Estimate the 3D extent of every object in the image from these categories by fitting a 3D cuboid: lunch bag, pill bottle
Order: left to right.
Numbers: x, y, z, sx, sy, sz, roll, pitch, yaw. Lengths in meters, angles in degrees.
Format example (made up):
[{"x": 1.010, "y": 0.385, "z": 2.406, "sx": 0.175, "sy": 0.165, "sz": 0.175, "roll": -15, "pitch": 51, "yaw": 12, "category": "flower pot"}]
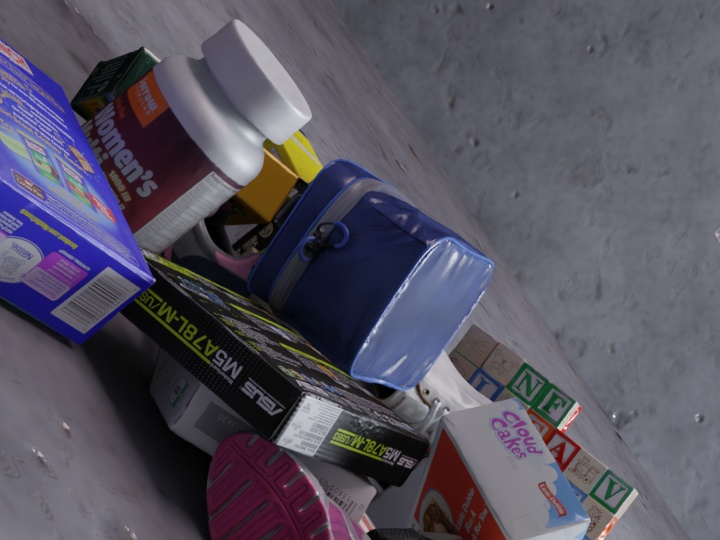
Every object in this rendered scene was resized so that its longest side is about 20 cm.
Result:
[{"x": -0.140, "y": -0.086, "z": 1.346, "sx": 0.110, "sy": 0.200, "sz": 0.110, "roll": 50, "pitch": 10, "yaw": -13, "category": "pill bottle"}, {"x": 0.000, "y": 0.000, "z": 1.455, "sx": 0.132, "sy": 0.136, "sz": 0.200, "roll": 37, "pitch": 4, "yaw": 22, "category": "lunch bag"}]

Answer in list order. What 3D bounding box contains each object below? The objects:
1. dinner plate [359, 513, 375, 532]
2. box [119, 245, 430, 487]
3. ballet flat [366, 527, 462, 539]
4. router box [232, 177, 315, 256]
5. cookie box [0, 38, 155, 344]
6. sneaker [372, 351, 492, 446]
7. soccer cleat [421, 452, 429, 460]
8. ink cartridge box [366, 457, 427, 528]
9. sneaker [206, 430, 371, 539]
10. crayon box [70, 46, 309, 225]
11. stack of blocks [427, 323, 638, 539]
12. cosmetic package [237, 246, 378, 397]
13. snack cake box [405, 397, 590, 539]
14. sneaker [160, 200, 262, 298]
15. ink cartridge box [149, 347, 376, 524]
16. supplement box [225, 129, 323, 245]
[{"x": -0.022, "y": 0.206, "z": 1.408, "sx": 0.200, "sy": 0.024, "sz": 0.200, "roll": 50, "pitch": 11, "yaw": -14, "category": "dinner plate"}, {"x": -0.067, "y": 0.066, "z": 1.289, "sx": 0.193, "sy": 0.048, "sz": 0.200, "roll": 35, "pitch": 3, "yaw": 30, "category": "box"}, {"x": 0.054, "y": 0.215, "z": 1.294, "sx": 0.072, "sy": 0.072, "sz": 0.200, "roll": 51, "pitch": -11, "yaw": -12, "category": "ballet flat"}, {"x": -0.023, "y": 0.016, "z": 1.676, "sx": 0.200, "sy": 0.150, "sz": 0.062, "roll": 42, "pitch": 14, "yaw": -45, "category": "router box"}, {"x": -0.238, "y": -0.073, "z": 1.216, "sx": 0.171, "sy": 0.075, "sz": 0.201, "roll": 39, "pitch": 17, "yaw": -52, "category": "cookie box"}, {"x": 0.061, "y": 0.124, "z": 1.559, "sx": 0.200, "sy": 0.073, "sz": 0.085, "roll": 51, "pitch": 33, "yaw": 11, "category": "sneaker"}, {"x": 0.079, "y": 0.212, "z": 1.731, "sx": 0.200, "sy": 0.068, "sz": 0.073, "roll": 49, "pitch": 7, "yaw": -12, "category": "soccer cleat"}, {"x": 0.101, "y": 0.265, "z": 1.587, "sx": 0.200, "sy": 0.084, "sz": 0.145, "roll": 39, "pitch": 15, "yaw": -53, "category": "ink cartridge box"}, {"x": -0.037, "y": 0.193, "z": 1.254, "sx": 0.201, "sy": 0.081, "sz": 0.088, "roll": 60, "pitch": 8, "yaw": -10, "category": "sneaker"}, {"x": -0.135, "y": -0.097, "z": 1.535, "sx": 0.200, "sy": 0.052, "sz": 0.126, "roll": 39, "pitch": -15, "yaw": -20, "category": "crayon box"}, {"x": 0.146, "y": 0.154, "z": 1.622, "sx": 0.200, "sy": 0.115, "sz": 0.059, "roll": 38, "pitch": -1, "yaw": 17, "category": "stack of blocks"}, {"x": -0.050, "y": 0.078, "z": 1.574, "sx": 0.200, "sy": 0.073, "sz": 0.104, "roll": 40, "pitch": 17, "yaw": -48, "category": "cosmetic package"}, {"x": 0.092, "y": 0.203, "z": 1.377, "sx": 0.201, "sy": 0.067, "sz": 0.115, "roll": 104, "pitch": -34, "yaw": -48, "category": "snack cake box"}, {"x": -0.149, "y": -0.049, "z": 1.511, "sx": 0.200, "sy": 0.082, "sz": 0.070, "roll": 52, "pitch": 9, "yaw": 17, "category": "sneaker"}, {"x": -0.085, "y": 0.104, "z": 1.358, "sx": 0.161, "sy": 0.050, "sz": 0.200, "roll": 35, "pitch": 2, "yaw": -23, "category": "ink cartridge box"}, {"x": -0.087, "y": -0.063, "z": 1.766, "sx": 0.109, "sy": 0.109, "sz": 0.201, "roll": 41, "pitch": 16, "yaw": -48, "category": "supplement box"}]
